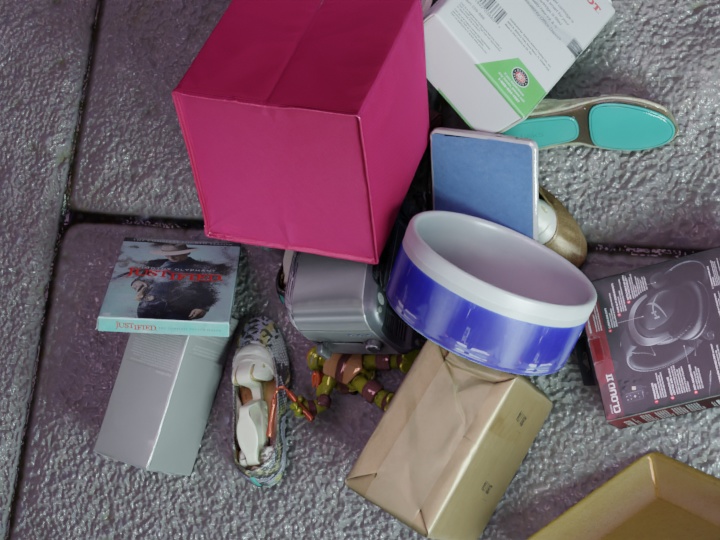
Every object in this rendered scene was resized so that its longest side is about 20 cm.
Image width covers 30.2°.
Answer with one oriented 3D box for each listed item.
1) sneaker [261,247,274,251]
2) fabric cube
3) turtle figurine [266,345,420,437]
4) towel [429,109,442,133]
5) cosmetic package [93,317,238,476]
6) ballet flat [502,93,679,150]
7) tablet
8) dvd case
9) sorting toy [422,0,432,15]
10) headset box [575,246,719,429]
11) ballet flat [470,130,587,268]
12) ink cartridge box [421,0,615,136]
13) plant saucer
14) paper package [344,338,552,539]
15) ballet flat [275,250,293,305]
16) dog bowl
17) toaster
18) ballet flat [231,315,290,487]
[{"bbox_3d":[-0.101,-0.063,1.520,0.075,0.200,0.089,7,100,-9],"label":"sneaker"},{"bbox_3d":[-0.052,-0.155,1.355,0.199,0.197,0.200,10,48,16],"label":"fabric cube"},{"bbox_3d":[-0.011,0.119,1.488,0.161,0.064,0.201,15,67,40],"label":"turtle figurine"},{"bbox_3d":[-0.024,-0.168,1.560,0.199,0.023,0.144,26,64,25],"label":"towel"},{"bbox_3d":[-0.225,0.132,1.555,0.090,0.107,0.201,17,83,24],"label":"cosmetic package"},{"bbox_3d":[0.246,-0.169,1.456,0.199,0.068,0.062,0,38,10],"label":"ballet flat"},{"bbox_3d":[0.135,-0.051,1.437,0.130,0.014,0.201,11,117,33],"label":"tablet"},{"bbox_3d":[-0.213,0.016,1.519,0.145,0.200,0.022,3,116,-2],"label":"dvd case"},{"bbox_3d":[0.007,-0.278,1.501,0.200,0.107,0.180,-47,27,-5],"label":"sorting toy"},{"bbox_3d":[0.318,0.071,1.366,0.199,0.077,0.150,-17,72,18],"label":"headset box"},{"bbox_3d":[0.171,-0.081,1.461,0.068,0.072,0.200,-39,67,17],"label":"ballet flat"},{"bbox_3d":[0.159,-0.261,1.425,0.146,0.084,0.200,47,60,-9],"label":"ink cartridge box"},{"bbox_3d":[0.267,0.267,1.277,0.199,0.200,0.049,-33,107,-14],"label":"plant saucer"},{"bbox_3d":[0.097,0.174,1.364,0.103,0.200,0.191,29,89,24],"label":"paper package"},{"bbox_3d":[-0.045,-0.050,1.543,0.068,0.068,0.201,17,84,26],"label":"ballet flat"},{"bbox_3d":[0.129,0.020,1.327,0.200,0.200,0.079,32,113,25],"label":"dog bowl"},{"bbox_3d":[0.000,0.000,1.443,0.129,0.114,0.201,-8,59,32],"label":"toaster"},{"bbox_3d":[-0.118,0.146,1.529,0.072,0.072,0.201,-8,75,20],"label":"ballet flat"}]
